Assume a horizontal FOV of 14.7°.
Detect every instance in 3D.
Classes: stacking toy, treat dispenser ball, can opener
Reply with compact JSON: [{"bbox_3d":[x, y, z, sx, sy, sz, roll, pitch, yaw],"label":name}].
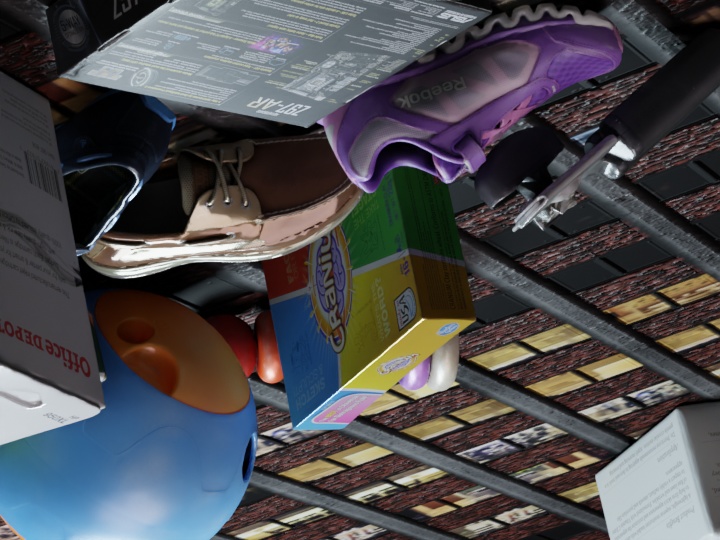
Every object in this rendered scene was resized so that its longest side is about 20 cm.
[{"bbox_3d":[-0.030,0.052,2.090,0.199,0.086,0.085,-3,159,-9],"label":"stacking toy"},{"bbox_3d":[-0.172,0.112,1.966,0.200,0.202,0.201,-11,160,-4],"label":"treat dispenser ball"},{"bbox_3d":[0.152,-0.095,1.747,0.200,0.067,0.053,-41,175,-28],"label":"can opener"}]

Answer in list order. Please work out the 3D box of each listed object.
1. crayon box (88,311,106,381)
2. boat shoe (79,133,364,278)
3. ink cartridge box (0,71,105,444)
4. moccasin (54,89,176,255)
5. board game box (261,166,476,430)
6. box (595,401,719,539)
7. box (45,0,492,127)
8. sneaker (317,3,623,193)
[{"bbox_3d":[-0.279,0.062,1.800,0.127,0.051,0.200,-29,156,33],"label":"crayon box"},{"bbox_3d":[-0.093,-0.045,1.777,0.199,0.076,0.072,-17,158,8],"label":"boat shoe"},{"bbox_3d":[-0.226,-0.014,1.583,0.084,0.201,0.145,-19,159,17],"label":"ink cartridge box"},{"bbox_3d":[-0.189,-0.042,1.705,0.080,0.068,0.200,31,135,-15],"label":"moccasin"},{"bbox_3d":[0.000,0.000,1.837,0.040,0.154,0.200,0,156,-28],"label":"board game box"},{"bbox_3d":[0.362,0.214,2.681,0.199,0.131,0.199,-4,159,-22],"label":"box"},{"bbox_3d":[-0.050,-0.145,1.571,0.199,0.044,0.160,8,152,-45],"label":"box"},{"bbox_3d":[0.066,-0.100,1.702,0.199,0.089,0.081,-15,159,2],"label":"sneaker"}]
